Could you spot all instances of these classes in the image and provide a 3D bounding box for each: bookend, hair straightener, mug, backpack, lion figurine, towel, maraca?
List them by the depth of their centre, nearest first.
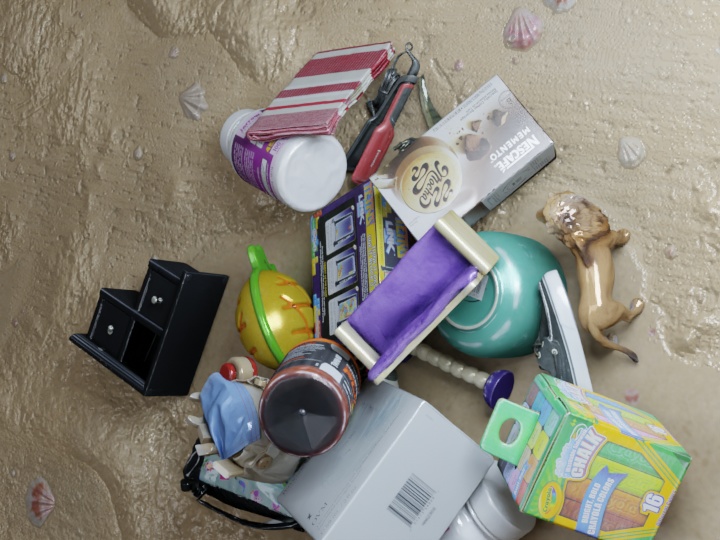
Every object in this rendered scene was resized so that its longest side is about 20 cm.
[{"bbox_3d":[0.266,0.008,1.330,0.072,0.122,0.202,-23,74,33],"label":"lion figurine"},{"bbox_3d":[0.146,0.037,1.423,0.184,0.114,0.153,-35,67,29],"label":"mug"},{"bbox_3d":[0.023,-0.218,1.570,0.077,0.041,0.201,51,127,44],"label":"hair straightener"},{"bbox_3d":[-0.051,-0.240,1.573,0.143,0.201,0.023,1,131,37],"label":"towel"},{"bbox_3d":[-0.120,0.278,1.587,0.198,0.166,0.128,13,89,31],"label":"backpack"},{"bbox_3d":[-0.118,0.051,1.598,0.106,0.138,0.201,-21,47,7],"label":"maraca"},{"bbox_3d":[-0.325,0.060,1.792,0.198,0.092,0.202,29,103,35],"label":"bookend"}]

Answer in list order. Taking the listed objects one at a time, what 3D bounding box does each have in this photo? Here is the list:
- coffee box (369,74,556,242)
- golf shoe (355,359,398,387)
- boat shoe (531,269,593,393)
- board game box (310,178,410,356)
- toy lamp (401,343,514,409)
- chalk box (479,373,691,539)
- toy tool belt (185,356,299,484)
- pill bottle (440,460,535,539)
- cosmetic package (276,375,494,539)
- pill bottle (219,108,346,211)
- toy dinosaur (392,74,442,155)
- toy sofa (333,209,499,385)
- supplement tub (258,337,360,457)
[{"bbox_3d":[0.126,-0.124,1.419,0.199,0.080,0.113,-38,75,3],"label":"coffee box"},{"bbox_3d":[-0.036,0.170,1.578,0.199,0.077,0.089,-16,84,36],"label":"golf shoe"},{"bbox_3d":[0.229,0.101,1.350,0.056,0.069,0.202,-14,99,8],"label":"boat shoe"},{"bbox_3d":[0.000,0.000,1.527,0.165,0.056,0.202,-26,62,52],"label":"board game box"},{"bbox_3d":[0.100,0.114,1.491,0.199,0.058,0.059,27,103,34],"label":"toy lamp"},{"bbox_3d":[0.231,0.202,1.278,0.124,0.198,0.126,-112,43,-73],"label":"chalk box"},{"bbox_3d":[-0.161,0.183,1.481,0.201,0.122,0.126,56,129,39],"label":"toy tool belt"},{"bbox_3d":[0.110,0.323,1.430,0.200,0.113,0.114,-41,64,27],"label":"pill bottle"},{"bbox_3d":[0.023,0.250,1.402,0.200,0.123,0.200,-53,16,-9],"label":"cosmetic package"},{"bbox_3d":[-0.114,-0.162,1.626,0.199,0.111,0.113,30,105,49],"label":"pill bottle"},{"bbox_3d":[0.098,-0.154,1.519,0.088,0.047,0.201,-36,63,10],"label":"toy dinosaur"},{"bbox_3d":[0.060,0.032,1.344,0.083,0.098,0.200,45,116,4],"label":"toy sofa"},{"bbox_3d":[-0.055,0.143,1.408,0.106,0.200,0.108,1,102,6],"label":"supplement tub"}]
